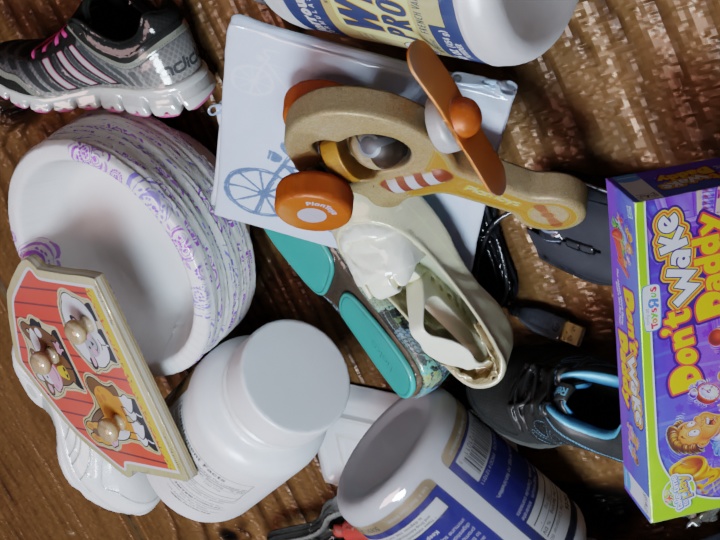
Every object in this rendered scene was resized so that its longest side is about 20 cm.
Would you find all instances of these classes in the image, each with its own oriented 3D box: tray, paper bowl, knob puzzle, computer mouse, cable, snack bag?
[{"bbox_3d":[0.036,0.146,1.251,0.198,0.022,0.108,9,126,35],"label":"tray"},{"bbox_3d":[-0.164,-0.029,1.227,0.199,0.104,0.203,21,131,26],"label":"paper bowl"},{"bbox_3d":[-0.225,0.081,1.255,0.219,0.030,0.221,33,142,30],"label":"knob puzzle"},{"bbox_3d":[0.143,-0.001,1.039,0.198,0.046,0.142,14,127,32],"label":"computer mouse"},{"bbox_3d":[-0.025,0.224,1.321,0.199,0.051,0.097,-21,142,41],"label":"cable"},{"bbox_3d":[-0.006,-0.077,1.023,0.186,0.022,0.201,15,144,4],"label":"snack bag"}]

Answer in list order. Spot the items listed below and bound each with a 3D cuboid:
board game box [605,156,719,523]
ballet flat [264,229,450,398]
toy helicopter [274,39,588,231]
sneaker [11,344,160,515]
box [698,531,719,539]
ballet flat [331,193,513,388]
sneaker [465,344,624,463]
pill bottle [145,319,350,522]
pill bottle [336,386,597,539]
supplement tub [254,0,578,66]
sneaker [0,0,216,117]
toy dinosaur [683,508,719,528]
[{"bbox_3d":[0.217,0.035,0.928,0.045,0.133,0.202,-122,23,-66],"label":"board game box"},{"bbox_3d":[0.000,0.000,1.140,0.201,0.074,0.074,53,138,10],"label":"ballet flat"},{"bbox_3d":[0.052,-0.067,0.939,0.198,0.080,0.132,16,152,-22],"label":"toy helicopter"},{"bbox_3d":[-0.226,0.128,1.414,0.099,0.078,0.201,-19,108,41],"label":"sneaker"},{"bbox_3d":[0.192,0.293,1.084,0.198,0.108,0.149,-24,122,13],"label":"box"},{"bbox_3d":[0.035,0.006,1.035,0.069,0.070,0.200,-12,133,43],"label":"ballet flat"},{"bbox_3d":[0.138,0.080,1.053,0.199,0.074,0.082,8,165,47],"label":"sneaker"},{"bbox_3d":[-0.088,0.115,1.245,0.115,0.114,0.200,48,145,0],"label":"pill bottle"},{"bbox_3d":[0.089,0.185,1.145,0.200,0.116,0.115,41,139,-16],"label":"pill bottle"},{"bbox_3d":[0.020,-0.203,0.922,0.198,0.144,0.146,15,128,31],"label":"supplement tub"},{"bbox_3d":[-0.198,-0.167,1.181,0.198,0.074,0.088,7,124,30],"label":"sneaker"},{"bbox_3d":[0.243,0.119,1.048,0.198,0.047,0.089,-3,111,37],"label":"toy dinosaur"}]
